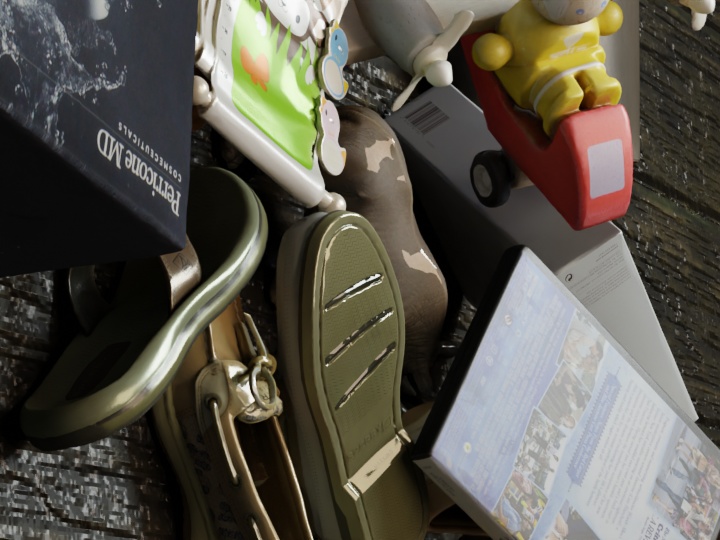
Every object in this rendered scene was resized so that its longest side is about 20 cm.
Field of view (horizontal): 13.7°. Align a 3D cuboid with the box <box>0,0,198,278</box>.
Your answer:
[{"bbox_3d":[-0.155,-0.124,1.182,0.197,0.117,0.200,40,48,-59],"label":"box"}]

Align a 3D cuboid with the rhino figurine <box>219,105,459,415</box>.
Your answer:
[{"bbox_3d":[0.000,0.000,1.554,0.060,0.087,0.200,-63,141,-53],"label":"rhino figurine"}]

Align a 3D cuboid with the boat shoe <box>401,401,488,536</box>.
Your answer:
[{"bbox_3d":[0.097,0.121,1.607,0.200,0.074,0.069,8,48,-35],"label":"boat shoe"}]

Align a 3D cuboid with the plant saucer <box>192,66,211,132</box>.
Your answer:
[{"bbox_3d":[-0.096,-0.164,1.442,0.200,0.037,0.201,-7,90,-69],"label":"plant saucer"}]

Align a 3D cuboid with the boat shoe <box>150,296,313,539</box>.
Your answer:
[{"bbox_3d":[-0.053,0.087,1.427,0.073,0.063,0.200,-25,105,-66],"label":"boat shoe"}]

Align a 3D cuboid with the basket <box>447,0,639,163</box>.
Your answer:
[{"bbox_3d":[0.107,-0.161,1.822,0.180,0.136,0.200,-6,92,-68],"label":"basket"}]

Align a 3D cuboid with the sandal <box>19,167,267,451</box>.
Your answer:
[{"bbox_3d":[-0.099,0.005,1.334,0.057,0.080,0.201,58,30,-19],"label":"sandal"}]

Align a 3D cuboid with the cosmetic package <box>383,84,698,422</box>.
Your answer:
[{"bbox_3d":[0.101,-0.002,1.703,0.200,0.052,0.151,46,-16,50],"label":"cosmetic package"}]

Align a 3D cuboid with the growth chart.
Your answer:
[{"bbox_3d":[-0.045,-0.134,1.456,0.145,0.018,0.200,29,53,-49],"label":"growth chart"}]

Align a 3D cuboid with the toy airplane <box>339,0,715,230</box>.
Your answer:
[{"bbox_3d":[0.087,-0.145,1.576,0.199,0.141,0.200,30,64,-10],"label":"toy airplane"}]

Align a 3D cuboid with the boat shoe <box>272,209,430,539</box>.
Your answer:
[{"bbox_3d":[-0.020,0.059,1.486,0.075,0.068,0.200,-34,128,-40],"label":"boat shoe"}]

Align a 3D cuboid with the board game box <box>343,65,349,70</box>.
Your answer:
[{"bbox_3d":[-0.029,-0.239,1.623,0.200,0.043,0.199,-67,142,-51],"label":"board game box"}]

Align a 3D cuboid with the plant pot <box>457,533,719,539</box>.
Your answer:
[{"bbox_3d":[0.129,0.213,1.703,0.175,0.200,0.201,28,56,-44],"label":"plant pot"}]

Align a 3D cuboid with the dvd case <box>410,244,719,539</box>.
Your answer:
[{"bbox_3d":[0.116,0.102,1.569,0.200,0.018,0.143,45,52,-26],"label":"dvd case"}]
